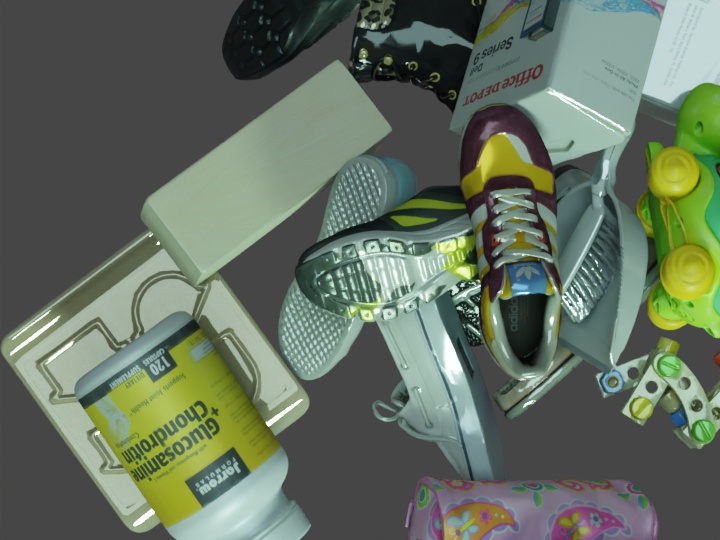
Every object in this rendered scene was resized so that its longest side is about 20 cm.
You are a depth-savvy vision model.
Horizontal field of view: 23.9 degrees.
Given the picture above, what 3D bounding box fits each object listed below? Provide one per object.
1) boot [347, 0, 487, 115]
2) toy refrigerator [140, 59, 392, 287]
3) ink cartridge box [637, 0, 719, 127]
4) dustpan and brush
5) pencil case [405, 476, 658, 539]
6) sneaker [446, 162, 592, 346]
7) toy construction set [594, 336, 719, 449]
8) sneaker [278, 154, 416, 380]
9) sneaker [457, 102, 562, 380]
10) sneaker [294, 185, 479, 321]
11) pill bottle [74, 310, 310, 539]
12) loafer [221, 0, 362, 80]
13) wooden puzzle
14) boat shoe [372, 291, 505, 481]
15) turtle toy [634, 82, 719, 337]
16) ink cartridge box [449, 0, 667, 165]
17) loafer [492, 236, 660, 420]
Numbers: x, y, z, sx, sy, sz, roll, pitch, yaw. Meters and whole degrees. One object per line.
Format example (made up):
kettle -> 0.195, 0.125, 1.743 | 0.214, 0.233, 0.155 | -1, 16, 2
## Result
boot -> 0.063, -0.154, 1.401 | 0.149, 0.073, 0.201 | 9, 84, 0
toy refrigerator -> -0.077, -0.078, 1.382 | 0.200, 0.070, 0.076 | -38, 89, -16
ink cartridge box -> 0.295, -0.186, 1.395 | 0.199, 0.086, 0.147 | 22, 89, 0
dustpan and brush -> 0.181, -0.038, 1.297 | 0.057, 0.139, 0.201 | 23, 95, -28
pencil case -> 0.137, 0.207, 1.357 | 0.199, 0.087, 0.088 | 2, 88, -19
sneaker -> 0.122, -0.011, 1.406 | 0.200, 0.080, 0.074 | -37, 118, 13
toy construction set -> 0.302, 0.067, 1.389 | 0.131, 0.092, 0.200 | 44, 100, 2
sneaker -> 0.000, 0.000, 1.399 | 0.074, 0.082, 0.201 | 36, 114, 29
sneaker -> 0.116, -0.020, 1.238 | 0.074, 0.090, 0.201 | -10, 103, -4
sneaker -> 0.043, -0.019, 1.323 | 0.199, 0.085, 0.075 | -12, 120, -11
pill bottle -> -0.127, 0.141, 1.335 | 0.112, 0.112, 0.201 | -35, 92, -1
loafer -> -0.037, -0.219, 1.378 | 0.200, 0.070, 0.068 | -38, 73, 37
wooden puzzle -> -0.169, 0.086, 1.411 | 0.185, 0.046, 0.200 | -36, 93, -1
boat shoe -> 0.053, 0.103, 1.382 | 0.086, 0.075, 0.203 | -15, 113, 17
turtle toy -> 0.268, -0.047, 1.303 | 0.100, 0.146, 0.201 | -5, 76, 2
ink cartridge box -> 0.161, -0.192, 1.308 | 0.087, 0.145, 0.201 | 23, 73, -23
loafer -> 0.175, 0.037, 1.397 | 0.200, 0.072, 0.063 | -42, 87, -10
